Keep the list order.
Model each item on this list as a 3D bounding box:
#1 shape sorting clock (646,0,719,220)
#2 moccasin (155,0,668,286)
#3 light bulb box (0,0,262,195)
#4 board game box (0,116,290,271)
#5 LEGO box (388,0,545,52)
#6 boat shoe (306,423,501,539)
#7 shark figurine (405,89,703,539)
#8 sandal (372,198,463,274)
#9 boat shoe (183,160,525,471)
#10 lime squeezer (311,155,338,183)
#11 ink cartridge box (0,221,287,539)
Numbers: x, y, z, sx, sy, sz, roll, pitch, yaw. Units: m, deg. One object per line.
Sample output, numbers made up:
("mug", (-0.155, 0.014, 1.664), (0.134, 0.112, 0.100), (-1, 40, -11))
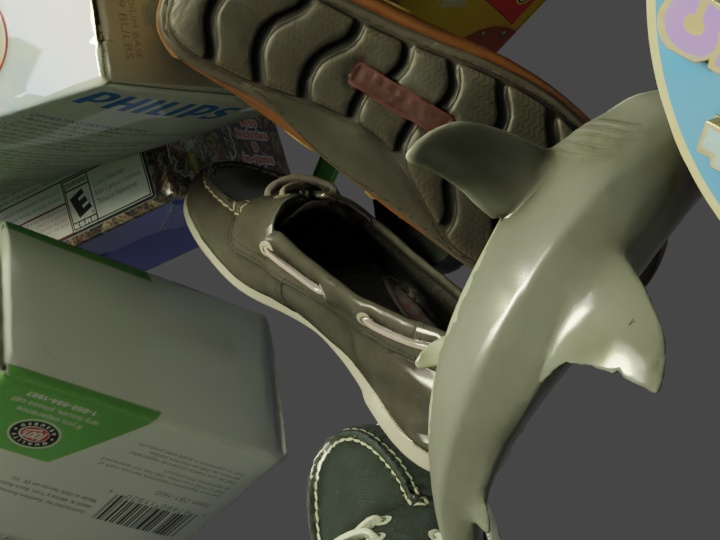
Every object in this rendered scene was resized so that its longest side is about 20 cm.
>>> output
("shape sorting clock", (0.165, -0.072, 0.546), (0.199, 0.039, 0.201), (12, 111, 35))
("moccasin", (0.020, -0.052, 0.709), (0.074, 0.201, 0.078), (-65, -6, 10))
("light bulb box", (-0.153, -0.140, 0.795), (0.199, 0.125, 0.199), (-14, 84, 32))
("board game box", (-0.143, -0.098, 0.919), (0.159, 0.097, 0.201), (-22, 79, 30))
("LEGO box", (0.024, -0.183, 0.698), (0.149, 0.200, 0.077), (-47, 53, 10))
("boat shoe", (0.016, 0.123, 0.710), (0.076, 0.060, 0.200), (-53, 38, 18))
("shark figurine", (0.064, 0.037, 0.624), (0.089, 0.128, 0.215), (30, 105, 47))
("sandal", (0.021, -0.092, 0.823), (0.075, 0.048, 0.201), (-28, 53, 46))
("boat shoe", (0.000, 0.000, 0.768), (0.200, 0.067, 0.057), (44, 130, 38))
("lime squeezer", (-0.031, -0.092, 0.860), (0.038, 0.070, 0.201), (-75, -31, -76))
("ink cartridge box", (-0.151, 0.085, 0.886), (0.200, 0.146, 0.085), (-41, 42, 34))
